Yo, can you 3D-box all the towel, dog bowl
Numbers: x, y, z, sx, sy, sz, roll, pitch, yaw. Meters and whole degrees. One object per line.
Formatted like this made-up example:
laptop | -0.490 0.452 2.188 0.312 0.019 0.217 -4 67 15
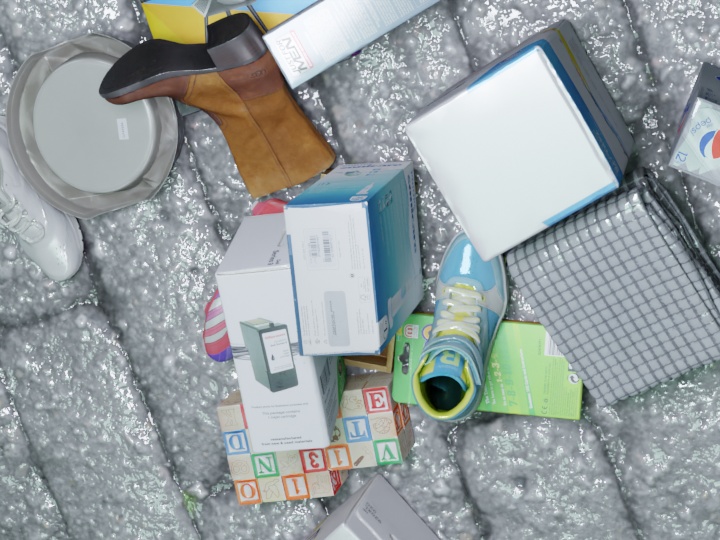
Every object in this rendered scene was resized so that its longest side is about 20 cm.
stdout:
towel | 0.260 0.016 1.498 0.165 0.086 0.201 -28 110 28
dog bowl | -0.278 -0.158 1.645 0.198 0.059 0.203 4 106 14

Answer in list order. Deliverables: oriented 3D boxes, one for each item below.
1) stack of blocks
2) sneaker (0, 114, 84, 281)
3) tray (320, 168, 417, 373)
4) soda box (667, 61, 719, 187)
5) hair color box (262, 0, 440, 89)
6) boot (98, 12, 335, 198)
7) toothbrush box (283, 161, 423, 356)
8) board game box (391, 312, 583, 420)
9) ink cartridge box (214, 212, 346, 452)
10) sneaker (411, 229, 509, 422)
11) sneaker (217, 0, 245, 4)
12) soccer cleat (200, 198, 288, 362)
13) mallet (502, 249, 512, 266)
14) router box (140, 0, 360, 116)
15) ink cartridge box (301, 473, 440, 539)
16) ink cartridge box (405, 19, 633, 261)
stack of blocks | -0.046 0.182 1.670 0.198 0.059 0.117 -9 102 17
sneaker | -0.378 -0.072 1.680 0.074 0.087 0.201 -31 96 19
tray | 0.000 0.000 1.622 0.097 0.037 0.202 10 108 12
soda box | 0.327 -0.134 1.406 0.063 0.200 0.069 22 110 7
hair color box | 0.006 -0.254 1.477 0.199 0.099 0.061 -30 100 5
boot | -0.147 -0.155 1.572 0.186 0.069 0.201 -21 132 11
toothbrush box | -0.002 -0.016 1.493 0.084 0.200 0.148 -1 105 16
board game box | 0.134 0.098 1.599 0.197 0.030 0.097 4 94 7
ink cartridge box | -0.076 0.058 1.543 0.083 0.146 0.202 -5 114 10
sneaker | 0.100 0.058 1.525 0.079 0.131 0.203 7 93 10
sneaker | -0.122 -0.360 1.495 0.070 0.080 0.203 4 77 22
soccer cleat | -0.110 0.019 1.634 0.076 0.066 0.202 34 111 27
mallet | 0.218 -0.043 1.551 0.198 0.041 0.067 -9 103 22
router box | -0.115 -0.262 1.574 0.198 0.051 0.151 -17 101 18
ink cartridge box | -0.015 0.354 1.661 0.147 0.145 0.200 46 111 -1
ink cartridge box | 0.156 -0.128 1.448 0.146 0.200 0.147 -29 97 21
